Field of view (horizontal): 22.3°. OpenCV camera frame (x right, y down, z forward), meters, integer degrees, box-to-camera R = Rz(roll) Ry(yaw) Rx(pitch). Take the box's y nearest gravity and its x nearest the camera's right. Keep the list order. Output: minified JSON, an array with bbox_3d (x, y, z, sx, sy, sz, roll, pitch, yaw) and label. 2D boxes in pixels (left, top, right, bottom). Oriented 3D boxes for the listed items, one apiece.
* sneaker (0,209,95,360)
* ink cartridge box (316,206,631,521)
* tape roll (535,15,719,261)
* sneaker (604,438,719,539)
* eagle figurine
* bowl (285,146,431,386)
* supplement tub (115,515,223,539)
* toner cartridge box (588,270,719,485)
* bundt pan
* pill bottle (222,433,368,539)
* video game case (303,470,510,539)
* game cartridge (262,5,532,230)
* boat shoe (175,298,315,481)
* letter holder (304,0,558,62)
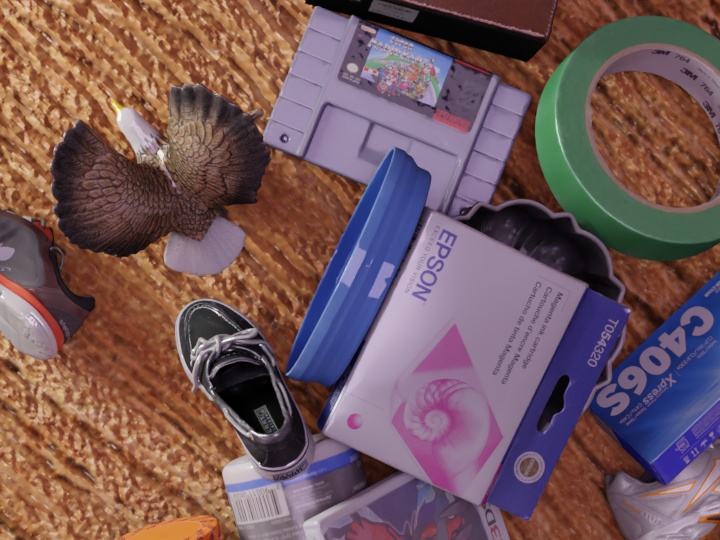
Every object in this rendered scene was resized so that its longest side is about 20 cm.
[{"bbox_3d":[-0.297,-0.020,1.502,0.082,0.077,0.200,-41,93,-30],"label":"sneaker"},{"bbox_3d":[0.095,0.079,1.445,0.199,0.043,0.197,25,93,-12],"label":"ink cartridge box"},{"bbox_3d":[0.244,-0.109,1.504,0.199,0.048,0.201,5,71,-16],"label":"tape roll"},{"bbox_3d":[0.297,0.164,1.524,0.199,0.076,0.092,-28,86,-5],"label":"sneaker"},{"bbox_3d":[-0.153,-0.076,1.432,0.150,0.200,0.152,21,94,-2],"label":"eagle figurine"},{"bbox_3d":[0.000,0.000,1.442,0.039,0.201,0.201,25,87,-5],"label":"bowl"},{"bbox_3d":[-0.135,0.306,1.457,0.122,0.123,0.201,-14,98,-4],"label":"supplement tub"},{"bbox_3d":[0.289,0.075,1.513,0.200,0.043,0.095,-43,48,-4],"label":"toner cartridge box"},{"bbox_3d":[0.112,0.037,1.500,0.201,0.076,0.203,-2,98,-11],"label":"bundt pan"},{"bbox_3d":[-0.033,0.240,1.480,0.113,0.114,0.201,-16,90,-4],"label":"pill bottle"},{"bbox_3d":[0.055,0.251,1.465,0.200,0.023,0.183,-22,94,-44],"label":"video game case"},{"bbox_3d":[0.031,-0.129,1.532,0.199,0.038,0.130,22,92,-3],"label":"game cartridge"},{"bbox_3d":[-0.101,0.080,1.449,0.073,0.068,0.200,-26,47,-4],"label":"boat shoe"},{"bbox_3d":[0.068,-0.272,1.504,0.199,0.101,0.143,15,86,-3],"label":"letter holder"}]
